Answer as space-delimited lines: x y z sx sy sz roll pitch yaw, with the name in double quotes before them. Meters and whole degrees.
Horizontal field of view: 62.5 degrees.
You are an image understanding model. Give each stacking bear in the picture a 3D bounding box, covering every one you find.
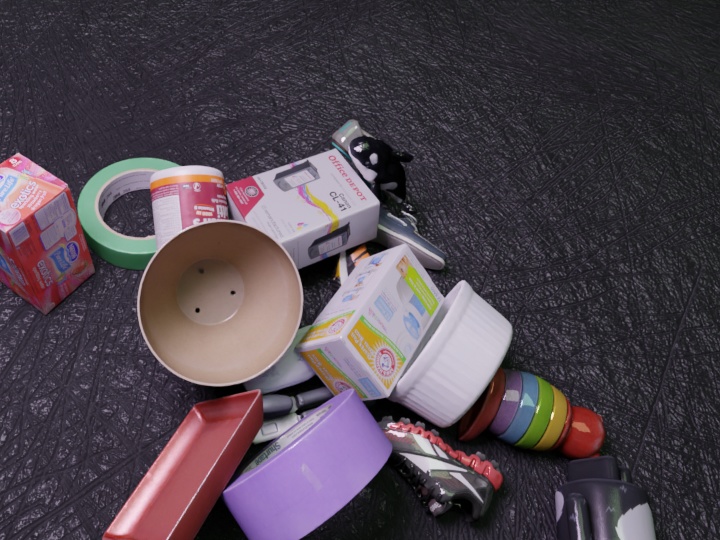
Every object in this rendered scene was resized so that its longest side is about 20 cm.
"stacking bear" 0.260 0.215 0.869 0.198 0.114 0.122 22 54 -3

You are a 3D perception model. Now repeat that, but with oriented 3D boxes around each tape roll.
"tape roll" -0.354 -0.096 0.976 0.198 0.048 0.202 6 54 -9
"tape roll" -0.064 0.235 0.710 0.199 0.200 0.085 -34 85 -30

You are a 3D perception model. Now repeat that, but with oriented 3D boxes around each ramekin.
"ramekin" 0.128 0.124 0.846 0.097 0.201 0.201 35 55 4

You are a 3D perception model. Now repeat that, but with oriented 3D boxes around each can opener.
"can opener" -0.070 0.193 0.835 0.198 0.067 0.053 -9 62 -24

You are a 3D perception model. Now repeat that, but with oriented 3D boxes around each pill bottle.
"pill bottle" -0.249 -0.045 0.885 0.108 0.109 0.202 -6 87 -17

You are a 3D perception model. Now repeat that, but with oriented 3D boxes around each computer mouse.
"computer mouse" -0.076 0.119 0.841 0.199 0.044 0.111 -23 99 -37

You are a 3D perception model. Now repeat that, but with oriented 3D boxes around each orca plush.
"orca plush" 0.056 -0.158 0.960 0.070 0.200 0.106 -15 50 23

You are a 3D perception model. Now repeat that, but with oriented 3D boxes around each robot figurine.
"robot figurine" 0.322 0.350 0.773 0.149 0.125 0.201 11 54 -1

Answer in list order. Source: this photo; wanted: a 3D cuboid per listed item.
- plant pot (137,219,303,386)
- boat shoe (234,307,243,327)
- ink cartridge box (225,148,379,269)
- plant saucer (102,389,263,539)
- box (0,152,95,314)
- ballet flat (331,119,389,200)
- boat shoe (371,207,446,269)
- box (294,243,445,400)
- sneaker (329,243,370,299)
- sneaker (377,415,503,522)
"plant pot" -0.188 0.036 0.778 0.198 0.134 0.203 -2 95 -21
"boat shoe" -0.165 0.079 0.883 0.062 0.075 0.202 -6 63 -24
"ink cartridge box" -0.090 -0.091 0.928 0.199 0.086 0.148 -24 58 -20
"plant saucer" -0.204 0.242 0.708 0.037 0.199 0.200 44 53 -18
"box" -0.455 -0.046 0.824 0.094 0.201 0.103 32 56 10
"ballet flat" 0.019 -0.190 1.037 0.064 0.200 0.067 -47 56 1
"boat shoe" 0.066 -0.066 1.038 0.199 0.075 0.062 26 65 16
"box" 0.018 0.074 0.840 0.113 0.101 0.200 53 48 -17
"sneaker" 0.000 0.000 0.982 0.089 0.070 0.202 6 59 -15
"sneaker" 0.093 0.274 0.807 0.199 0.071 0.098 26 52 4
